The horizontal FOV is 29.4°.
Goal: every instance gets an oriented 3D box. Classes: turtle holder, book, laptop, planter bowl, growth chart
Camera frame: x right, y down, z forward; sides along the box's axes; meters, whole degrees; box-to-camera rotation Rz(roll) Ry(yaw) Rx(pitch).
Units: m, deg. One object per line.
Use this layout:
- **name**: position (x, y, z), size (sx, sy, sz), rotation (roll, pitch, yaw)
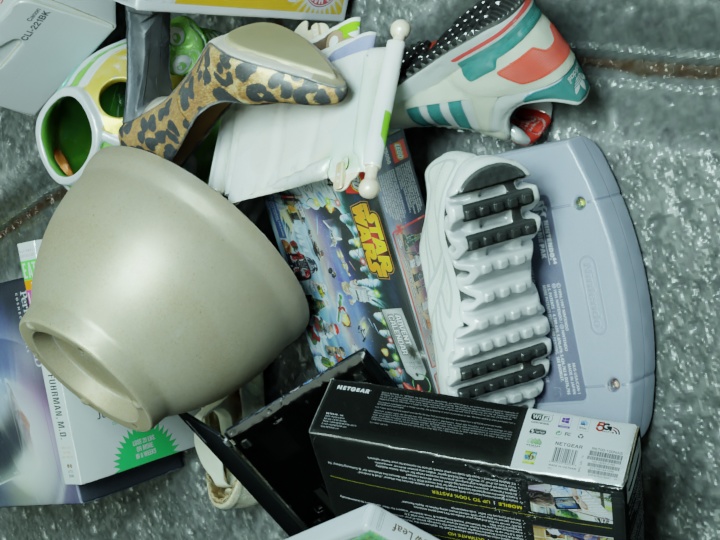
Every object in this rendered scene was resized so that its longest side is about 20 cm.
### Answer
- **turtle holder**: position (-0.167, -0.114, 1.073), size (0.185, 0.132, 0.141), rotation (-5, 96, 43)
- **book**: position (-0.209, 0.065, 1.150), size (0.048, 0.134, 0.200), rotation (-8, 94, 43)
- **laptop**: position (-0.020, 0.145, 1.025), size (0.200, 0.103, 0.177), rotation (-32, 111, 20)
- **planter bowl**: position (-0.156, 0.029, 0.983), size (0.200, 0.135, 0.200), rotation (30, 155, 16)
- **growth chart**: position (-0.041, -0.107, 0.924), size (0.200, 0.018, 0.145), rotation (-5, 64, 50)

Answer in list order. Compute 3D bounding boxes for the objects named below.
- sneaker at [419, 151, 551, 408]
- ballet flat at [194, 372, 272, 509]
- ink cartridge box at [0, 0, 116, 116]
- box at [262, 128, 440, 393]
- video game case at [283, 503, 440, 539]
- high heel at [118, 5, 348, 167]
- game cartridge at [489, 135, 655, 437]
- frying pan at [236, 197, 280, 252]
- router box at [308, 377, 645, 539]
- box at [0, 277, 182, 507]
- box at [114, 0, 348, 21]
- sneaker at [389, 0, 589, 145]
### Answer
- **sneaker**: position (0.075, 0.017, 0.889), size (0.081, 0.075, 0.200), rotation (-147, 51, -59)
- **ballet flat**: position (-0.111, 0.098, 1.118), size (0.067, 0.062, 0.200), rotation (-10, 93, 43)
- **ink cartridge box**: position (-0.270, -0.250, 1.119), size (0.144, 0.084, 0.200), rotation (-35, 51, 41)
- **box**: position (0.000, 0.000, 0.965), size (0.137, 0.040, 0.200), rotation (5, 118, 51)
- **video game case**: position (0.030, 0.228, 0.945), size (0.182, 0.022, 0.200), rotation (31, 146, -17)
- **high heel**: position (-0.087, -0.098, 0.939), size (0.200, 0.071, 0.143), rotation (22, 121, 34)
- **game cartridge**: position (0.125, 0.017, 0.905), size (0.133, 0.041, 0.200), rotation (-8, 95, 46)
- **frying pan**: position (-0.097, -0.010, 1.095), size (0.190, 0.031, 0.115), rotation (-21, 71, 52)
- **router box**: position (0.078, 0.146, 0.879), size (0.200, 0.051, 0.149), rotation (8, 138, 20)
- **box**: position (-0.285, 0.103, 1.238), size (0.198, 0.123, 0.200), rotation (-12, 92, 42)
- **box**: position (-0.099, -0.237, 0.933), size (0.101, 0.200, 0.113), rotation (26, 112, 36)
- **sneaker**: position (0.070, -0.110, 0.901), size (0.093, 0.070, 0.200), rotation (45, 149, -13)
